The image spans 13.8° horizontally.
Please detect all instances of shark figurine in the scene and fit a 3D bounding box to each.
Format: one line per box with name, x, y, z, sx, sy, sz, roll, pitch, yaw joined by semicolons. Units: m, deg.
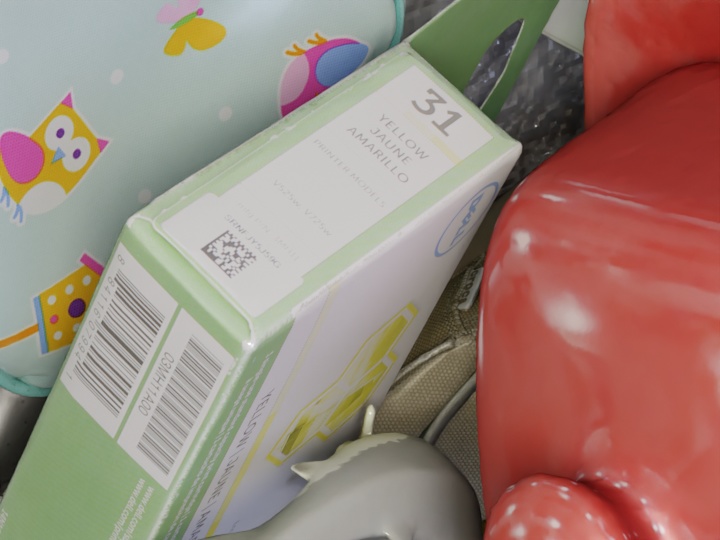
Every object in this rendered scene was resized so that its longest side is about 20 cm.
shark figurine;0.014;0.081;0.740;0.128;0.089;0.215;-46;169;-5

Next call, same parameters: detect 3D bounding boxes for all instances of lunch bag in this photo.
lunch bag;-0.087;-0.076;0.699;0.161;0.077;0.200;-50;133;-7

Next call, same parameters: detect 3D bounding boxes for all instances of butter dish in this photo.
butter dish;0.090;0.047;0.670;0.148;0.199;0.201;-20;115;-38

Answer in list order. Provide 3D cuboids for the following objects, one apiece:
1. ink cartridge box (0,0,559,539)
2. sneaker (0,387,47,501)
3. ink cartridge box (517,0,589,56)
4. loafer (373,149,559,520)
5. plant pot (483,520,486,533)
ink cartridge box;0.000;0.000;0.749;0.200;0.048;0.146;-35;162;-40
sneaker;-0.102;0.106;0.779;0.074;0.088;0.201;23;97;-41
ink cartridge box;0.144;-0.096;0.784;0.083;0.200;0.146;15;104;-45
loafer;0.034;0.036;0.858;0.200;0.067;0.076;-45;132;-10
plant pot;0.142;0.137;0.923;0.200;0.176;0.200;-36;130;-17
